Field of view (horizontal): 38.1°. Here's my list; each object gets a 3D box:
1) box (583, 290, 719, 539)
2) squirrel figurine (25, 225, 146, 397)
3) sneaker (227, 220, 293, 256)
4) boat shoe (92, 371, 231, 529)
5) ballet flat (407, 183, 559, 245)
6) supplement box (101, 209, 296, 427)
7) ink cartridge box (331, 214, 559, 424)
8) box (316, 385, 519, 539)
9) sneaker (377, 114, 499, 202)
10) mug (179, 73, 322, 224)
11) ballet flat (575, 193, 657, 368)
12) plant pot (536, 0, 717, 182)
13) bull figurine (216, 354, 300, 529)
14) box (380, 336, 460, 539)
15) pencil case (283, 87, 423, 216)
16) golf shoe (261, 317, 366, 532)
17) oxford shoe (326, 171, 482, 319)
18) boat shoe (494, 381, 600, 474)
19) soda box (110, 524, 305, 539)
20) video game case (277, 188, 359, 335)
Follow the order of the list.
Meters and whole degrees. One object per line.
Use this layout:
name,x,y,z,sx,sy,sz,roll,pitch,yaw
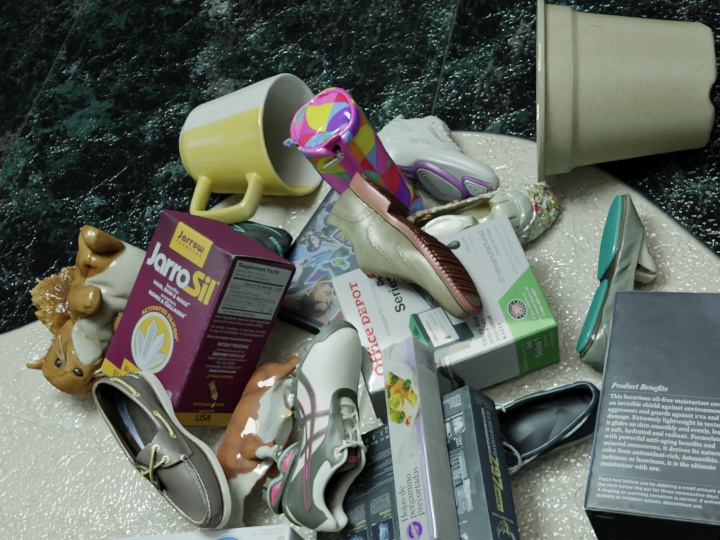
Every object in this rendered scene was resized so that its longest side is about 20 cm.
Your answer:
box,0.271,0.151,0.873,0.123,0.200,0.199,2,56,24
squirrel figurine,-0.318,0.053,1.248,0.200,0.141,0.187,15,79,60
sneaker,-0.168,-0.020,1.269,0.199,0.076,0.079,3,29,37
boat shoe,-0.201,0.180,1.041,0.200,0.059,0.072,50,116,29
ballet flat,0.129,-0.050,1.139,0.199,0.064,0.076,-19,81,-6
supplement box,-0.178,0.054,1.140,0.131,0.103,0.201,29,101,36
ink cartridge box,0.085,0.050,1.076,0.199,0.084,0.146,-20,58,0
box,0.045,0.218,0.975,0.200,0.051,0.158,-31,46,29
sneaker,0.089,-0.141,1.231,0.200,0.075,0.100,24,66,40
mug,-0.151,-0.154,1.297,0.153,0.150,0.187,-5,19,29
ballet flat,0.271,0.014,1.070,0.063,0.067,0.201,19,63,2
plant pot,0.285,-0.198,1.138,0.183,0.201,0.201,0,56,10
bull figurine,-0.100,0.175,1.083,0.121,0.065,0.200,-19,43,38
box,0.052,0.156,0.936,0.039,0.041,0.201,-28,50,29
pencil case,-0.002,-0.110,1.141,0.088,0.200,0.089,-14,56,22
golf shoe,-0.023,0.148,0.992,0.088,0.077,0.201,13,90,44
oxford shoe,0.043,-0.011,1.045,0.075,0.070,0.200,-49,58,13
boat shoe,0.142,0.163,1.006,0.199,0.062,0.075,-22,59,9
soda box,-0.151,0.300,1.031,0.199,0.064,0.068,-9,54,17
video game case,0.000,0.000,1.206,0.200,0.026,0.181,20,66,32
